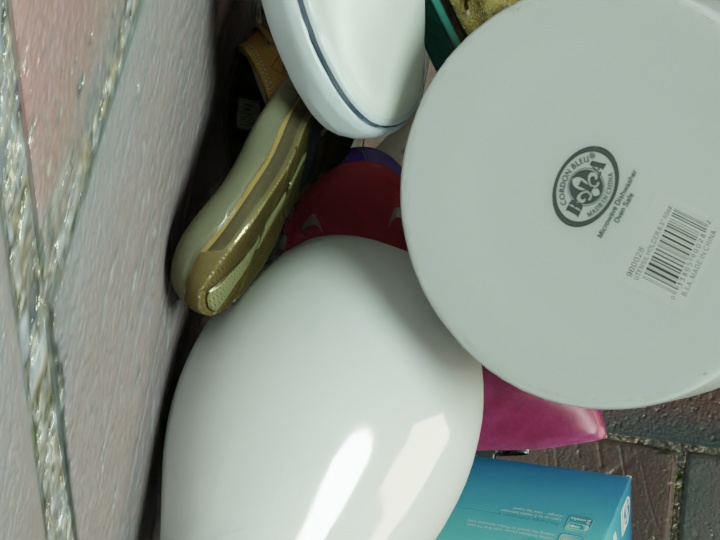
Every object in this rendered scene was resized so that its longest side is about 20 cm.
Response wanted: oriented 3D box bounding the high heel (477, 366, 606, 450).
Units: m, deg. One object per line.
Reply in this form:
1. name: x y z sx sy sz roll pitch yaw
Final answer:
1. high heel: 0.016 0.086 1.110 0.200 0.096 0.067 -42 170 24

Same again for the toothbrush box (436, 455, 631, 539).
1. toothbrush box: 0.029 0.170 1.132 0.200 0.146 0.085 -56 148 -56

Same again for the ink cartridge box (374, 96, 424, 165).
1. ink cartridge box: 0.066 -0.086 1.271 0.161 0.050 0.200 -47 177 -6

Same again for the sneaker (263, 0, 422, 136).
1. sneaker: 0.006 -0.149 0.939 0.073 0.071 0.200 -12 100 -46

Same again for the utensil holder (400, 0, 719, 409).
1. utensil holder: 0.120 -0.032 1.003 0.200 0.170 0.170 -6 104 -69

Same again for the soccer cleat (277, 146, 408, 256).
1. soccer cleat: 0.000 0.000 1.147 0.200 0.067 0.077 80 5 -53

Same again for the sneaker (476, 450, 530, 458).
1. sneaker: 0.018 0.079 1.298 0.200 0.140 0.078 72 28 -80

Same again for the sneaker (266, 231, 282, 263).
1. sneaker: -0.009 -0.012 1.256 0.200 0.071 0.073 79 20 -76

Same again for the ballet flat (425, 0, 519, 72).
1. ballet flat: 0.032 -0.154 1.073 0.200 0.071 0.071 58 26 -27

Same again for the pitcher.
1. pitcher: -0.034 0.099 1.009 0.172 0.121 0.200 -49 -164 58

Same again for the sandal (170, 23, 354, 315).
1. sandal: -0.036 -0.063 1.012 0.080 0.054 0.200 104 14 -47
